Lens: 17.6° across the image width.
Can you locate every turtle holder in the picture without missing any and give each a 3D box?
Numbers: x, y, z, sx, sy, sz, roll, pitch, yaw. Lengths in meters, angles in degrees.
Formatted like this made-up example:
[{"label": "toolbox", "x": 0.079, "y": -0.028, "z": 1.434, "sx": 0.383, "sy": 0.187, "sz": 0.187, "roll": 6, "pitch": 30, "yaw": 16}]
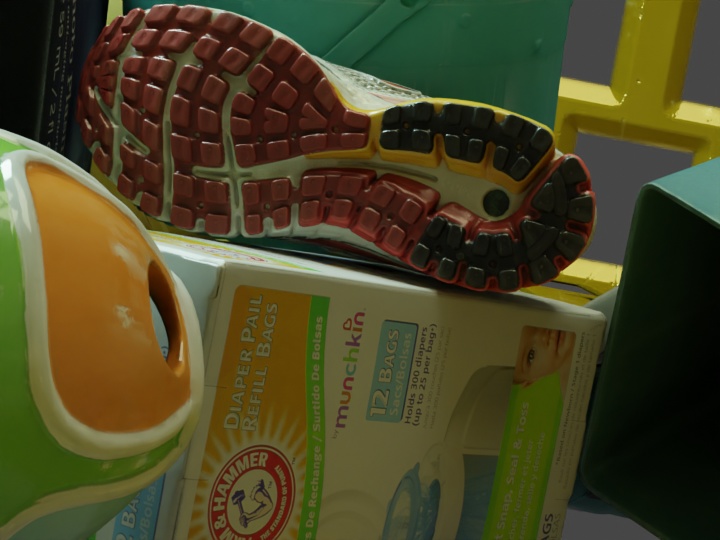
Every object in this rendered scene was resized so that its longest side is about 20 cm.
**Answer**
[{"label": "turtle holder", "x": -0.129, "y": 0.042, "z": 0.675, "sx": 0.131, "sy": 0.186, "sz": 0.141, "roll": 7, "pitch": 37, "yaw": -37}]

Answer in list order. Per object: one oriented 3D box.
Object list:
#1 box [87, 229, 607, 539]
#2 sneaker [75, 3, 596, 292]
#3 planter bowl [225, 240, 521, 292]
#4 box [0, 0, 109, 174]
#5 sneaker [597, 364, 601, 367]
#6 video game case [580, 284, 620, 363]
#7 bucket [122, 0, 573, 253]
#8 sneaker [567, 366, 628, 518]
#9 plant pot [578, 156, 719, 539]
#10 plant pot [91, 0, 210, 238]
[{"label": "box", "x": -0.021, "y": 0.051, "z": 0.819, "sx": 0.101, "sy": 0.113, "sz": 0.199, "roll": 14, "pitch": 3, "yaw": 44}, {"label": "sneaker", "x": -0.011, "y": -0.037, "z": 0.836, "sx": 0.199, "sy": 0.078, "sz": 0.082, "roll": 21, "pitch": 1, "yaw": 12}, {"label": "planter bowl", "x": 0.000, "y": 0.000, "z": 1.055, "sx": 0.199, "sy": 0.084, "sz": 0.200, "roll": 6, "pitch": 15, "yaw": -2}, {"label": "box", "x": -0.170, "y": -0.046, "z": 0.902, "sx": 0.122, "sy": 0.201, "sz": 0.198, "roll": 8, "pitch": 15, "yaw": -3}, {"label": "sneaker", "x": 0.165, "y": 0.081, "z": 1.215, "sx": 0.090, "sy": 0.070, "sz": 0.200, "roll": 10, "pitch": 0, "yaw": 40}, {"label": "video game case", "x": 0.178, "y": -0.006, "z": 1.077, "sx": 0.181, "sy": 0.023, "sz": 0.200, "roll": -30, "pitch": -8, "yaw": 11}, {"label": "bucket", "x": -0.008, "y": -0.091, "z": 0.958, "sx": 0.206, "sy": 0.136, "sz": 0.207, "roll": 3, "pitch": 13, "yaw": -1}, {"label": "sneaker", "x": 0.164, "y": 0.089, "z": 1.088, "sx": 0.199, "sy": 0.072, "sz": 0.080, "roll": 10, "pitch": -1, "yaw": -33}, {"label": "plant pot", "x": 0.210, "y": 0.025, "z": 0.896, "sx": 0.141, "sy": 0.142, "sz": 0.199, "roll": 33, "pitch": 41, "yaw": 32}, {"label": "plant pot", "x": -0.141, "y": -0.083, "z": 1.176, "sx": 0.188, "sy": 0.202, "sz": 0.201, "roll": -17, "pitch": 1, "yaw": 6}]
